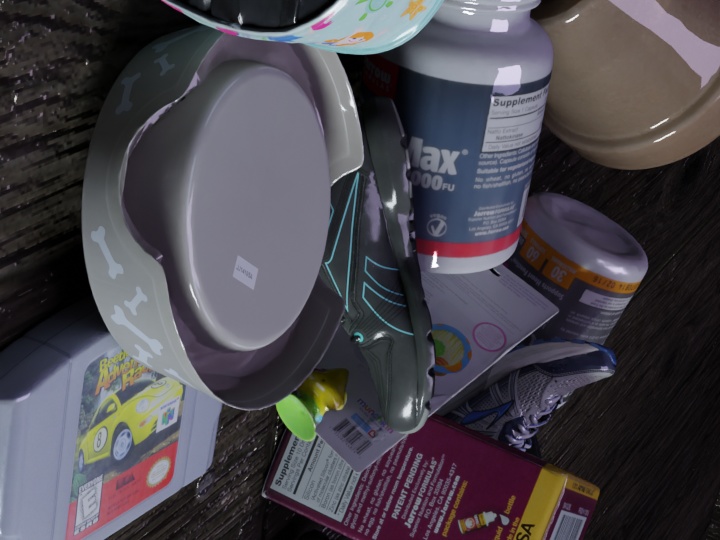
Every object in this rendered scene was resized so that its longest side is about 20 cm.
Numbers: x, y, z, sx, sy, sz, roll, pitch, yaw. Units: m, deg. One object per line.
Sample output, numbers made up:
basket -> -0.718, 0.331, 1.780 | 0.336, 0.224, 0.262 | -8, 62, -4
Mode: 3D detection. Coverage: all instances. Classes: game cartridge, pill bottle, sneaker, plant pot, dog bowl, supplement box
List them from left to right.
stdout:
game cartridge -> -0.133, 0.075, 0.760 | 0.200, 0.041, 0.134 | -28, 130, -57
dog bowl -> -0.067, -0.033, 0.734 | 0.200, 0.058, 0.202 | -19, 111, -60
sneaker -> 0.000, 0.000, 0.862 | 0.075, 0.079, 0.202 | -118, -161, -87
supplement box -> 0.052, 0.157, 1.019 | 0.104, 0.199, 0.131 | -67, 156, -4
pill bottle -> 0.058, -0.111, 0.916 | 0.119, 0.119, 0.201 | -33, 138, -53
sneaker -> 0.112, 0.117, 1.116 | 0.077, 0.199, 0.086 | 24, 46, -60
pill bottle -> 0.144, 0.045, 1.202 | 0.116, 0.116, 0.201 | -18, 140, -61
plant pot -> 0.185, -0.197, 1.069 | 0.174, 0.199, 0.201 | 27, 84, -50

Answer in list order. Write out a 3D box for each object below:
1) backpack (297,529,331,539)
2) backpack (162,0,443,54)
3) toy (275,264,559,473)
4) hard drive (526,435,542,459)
backpack -> -0.044, 0.323, 1.048 | 0.163, 0.153, 0.201 | -44, 160, -56
backpack -> -0.016, -0.196, 0.617 | 0.150, 0.177, 0.201 | 2, 111, -60
toy -> 0.023, 0.049, 0.942 | 0.200, 0.115, 0.047 | -33, 155, -37
hard drive -> 0.096, 0.199, 1.241 | 0.200, 0.139, 0.038 | 65, 14, -57
